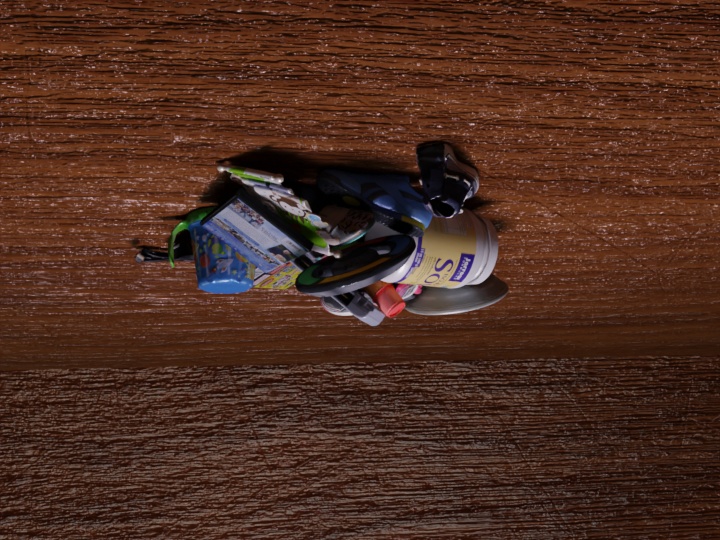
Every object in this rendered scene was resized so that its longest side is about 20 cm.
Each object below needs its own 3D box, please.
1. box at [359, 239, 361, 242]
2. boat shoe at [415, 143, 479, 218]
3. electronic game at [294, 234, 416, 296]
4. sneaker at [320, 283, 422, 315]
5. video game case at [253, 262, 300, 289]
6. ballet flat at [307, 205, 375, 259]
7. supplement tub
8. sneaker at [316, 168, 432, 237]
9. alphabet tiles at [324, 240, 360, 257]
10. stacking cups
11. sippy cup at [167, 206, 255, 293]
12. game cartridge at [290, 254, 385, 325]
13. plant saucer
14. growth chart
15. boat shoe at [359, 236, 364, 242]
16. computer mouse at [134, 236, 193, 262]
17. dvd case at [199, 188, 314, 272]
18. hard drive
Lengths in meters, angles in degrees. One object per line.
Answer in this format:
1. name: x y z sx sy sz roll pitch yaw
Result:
1. box: 0.069 -0.030 1.857 0.142 0.036 0.200 -2 165 0
2. boat shoe: 0.133 -0.117 1.378 0.074 0.093 0.200 -8 165 24
3. electronic game: -0.008 -0.011 1.413 0.199 0.042 0.200 -20 -166 5
4. sneaker: 0.011 0.030 1.662 0.199 0.081 0.075 -17 170 26
5. video game case: -0.130 -0.022 1.715 0.199 0.026 0.180 -32 160 28
6. ballet flat: -0.049 -0.066 1.442 0.072 0.073 0.200 4 166 -26
7. supplement tub: 0.123 -0.045 1.567 0.199 0.147 0.145 6 164 -30
8. sneaker: 0.026 -0.124 1.422 0.199 0.079 0.066 23 164 -18
9. alphabet tiles: -0.008 0.010 1.724 0.199 0.006 0.166 -31 122 35
10. stacking cups: 0.000 0.000 1.595 0.060 0.200 0.061 -31 155 -16
11. sippy cup: -0.237 -0.031 1.590 0.177 0.131 0.139 -11 165 30
12. game cartridge: -0.047 0.023 1.580 0.200 0.042 0.133 39 176 16
13. plant saucer: 0.175 0.029 1.699 0.199 0.051 0.200 -9 -166 2
14. growth chart: -0.114 -0.089 1.363 0.144 0.018 0.200 11 150 38
15. boat shoe: 0.058 -0.030 1.717 0.074 0.063 0.200 -18 140 25
16. computer mouse: -0.351 -0.041 1.719 0.139 0.046 0.200 -1 179 -24
17. dvd case: -0.169 -0.059 1.444 0.142 0.018 0.200 38 157 -15
18. hard drive: -0.123 -0.103 1.498 0.199 0.043 0.134 9 163 -39
